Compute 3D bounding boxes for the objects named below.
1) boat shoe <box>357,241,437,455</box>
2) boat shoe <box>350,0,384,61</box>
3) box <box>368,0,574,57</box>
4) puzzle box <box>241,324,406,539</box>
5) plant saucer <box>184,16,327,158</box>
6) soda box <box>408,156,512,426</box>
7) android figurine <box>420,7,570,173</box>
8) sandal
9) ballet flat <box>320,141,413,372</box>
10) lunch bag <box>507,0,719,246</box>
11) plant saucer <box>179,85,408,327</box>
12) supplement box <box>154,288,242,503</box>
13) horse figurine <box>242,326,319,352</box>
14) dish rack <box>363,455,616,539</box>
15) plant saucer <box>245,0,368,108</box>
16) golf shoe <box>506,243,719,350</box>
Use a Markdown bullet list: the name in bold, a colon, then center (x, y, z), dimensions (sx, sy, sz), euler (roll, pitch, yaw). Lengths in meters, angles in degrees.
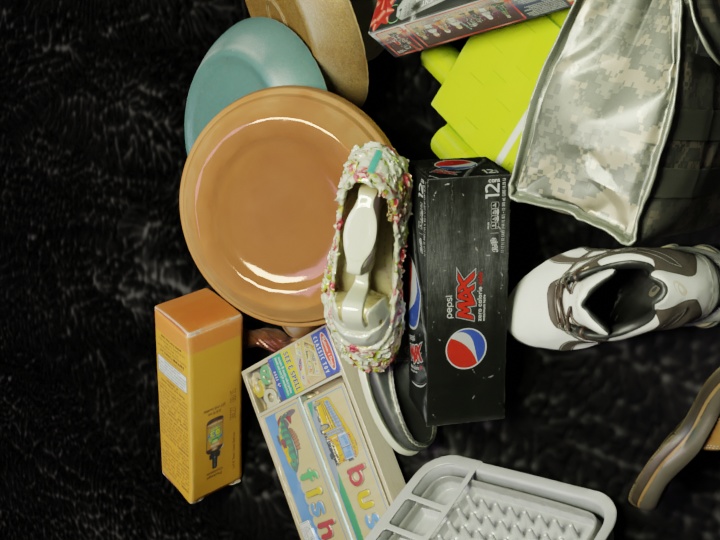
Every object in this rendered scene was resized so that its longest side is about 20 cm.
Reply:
- **boat shoe**: center (0.039, 0.054, 1.051), dimensions (0.067, 0.071, 0.203), euler (-13, 79, 45)
- **boat shoe**: center (-0.017, -0.284, 1.109), dimensions (0.060, 0.071, 0.203), euler (-164, 59, -83)
- **box**: center (0.103, -0.252, 0.967), dimensions (0.199, 0.040, 0.138), euler (-8, 59, 44)
- **puzzle box**: center (-0.030, 0.162, 1.137), dimensions (0.133, 0.025, 0.202), euler (-30, 77, 41)
- **plant saucer**: center (-0.100, -0.119, 1.091), dimensions (0.199, 0.036, 0.203), euler (12, 107, 47)
- **soda box**: center (0.075, 0.016, 0.975), dimensions (0.063, 0.070, 0.203), euler (-125, 32, -69)
- **android figurine**: center (0.127, -0.143, 0.984), dimensions (0.201, 0.041, 0.183), euler (53, 125, 32)
- **sandal**: center (0.252, 0.098, 0.839), dimensions (0.054, 0.081, 0.201), euler (40, 117, 18)
- **ballet flat**: center (0.000, 0.000, 0.962), dimensions (0.075, 0.064, 0.202), euler (7, 116, 13)
- **lunch bag**: center (0.201, -0.131, 0.816), dimensions (0.117, 0.163, 0.202), euler (23, 109, 32)
- **plant saucer**: center (-0.059, -0.049, 1.021), dimensions (0.197, 0.037, 0.203), euler (3, 103, 14)
- **supplement box**: center (-0.157, 0.124, 1.213), dimensions (0.069, 0.066, 0.202), euler (30, 128, 41)
- **horse figurine**: center (-0.067, 0.005, 1.150), dimensions (0.132, 0.050, 0.202), euler (32, 129, 28)
- **dish rack**: center (0.091, 0.231, 0.964), dimensions (0.199, 0.172, 0.044), euler (6, 133, 45)
- **plant saucer**: center (-0.059, -0.226, 1.090), dimensions (0.201, 0.035, 0.201), euler (54, 162, 27)
- **golf shoe**: center (0.167, 0.017, 0.909), dimensions (0.199, 0.094, 0.079), euler (-16, 81, 45)
